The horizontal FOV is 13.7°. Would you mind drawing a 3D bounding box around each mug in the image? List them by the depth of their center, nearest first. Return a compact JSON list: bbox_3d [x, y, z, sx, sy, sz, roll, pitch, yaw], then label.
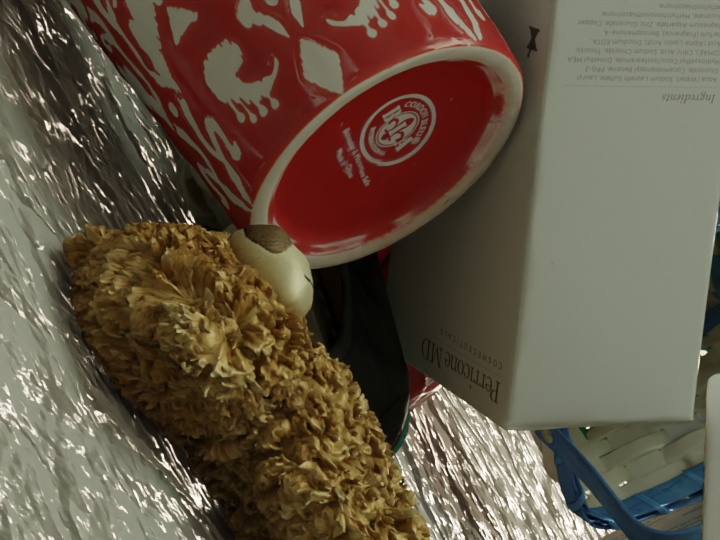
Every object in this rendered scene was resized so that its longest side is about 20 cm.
[{"bbox_3d":[-0.026,-0.108,1.043,0.177,0.134,0.200,6,42,-51],"label":"mug"}]

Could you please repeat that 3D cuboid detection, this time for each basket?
[{"bbox_3d":[0.155,0.038,1.297,0.200,0.176,0.140,42,-29,56],"label":"basket"}]

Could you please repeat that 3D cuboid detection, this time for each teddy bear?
[{"bbox_3d":[-0.017,0.054,0.963,0.200,0.067,0.145,58,8,-19],"label":"teddy bear"}]

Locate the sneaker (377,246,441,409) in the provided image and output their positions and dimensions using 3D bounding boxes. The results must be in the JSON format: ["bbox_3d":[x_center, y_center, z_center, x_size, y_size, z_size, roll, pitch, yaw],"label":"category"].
[{"bbox_3d":[0.000,0.000,1.228,0.116,0.078,0.200,53,-3,5],"label":"sneaker"}]

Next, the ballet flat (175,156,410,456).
[{"bbox_3d":[-0.028,-0.015,1.109,0.068,0.068,0.200,38,23,-43],"label":"ballet flat"}]

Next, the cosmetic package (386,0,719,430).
[{"bbox_3d":[0.071,-0.053,1.063,0.113,0.081,0.201,-152,-114,-63],"label":"cosmetic package"}]

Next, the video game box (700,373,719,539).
[{"bbox_3d":[0.165,0.165,1.059,0.183,0.047,0.200,-83,155,-49],"label":"video game box"}]

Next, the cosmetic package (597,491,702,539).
[{"bbox_3d":[0.143,0.180,1.279,0.085,0.107,0.200,59,12,-19],"label":"cosmetic package"}]
